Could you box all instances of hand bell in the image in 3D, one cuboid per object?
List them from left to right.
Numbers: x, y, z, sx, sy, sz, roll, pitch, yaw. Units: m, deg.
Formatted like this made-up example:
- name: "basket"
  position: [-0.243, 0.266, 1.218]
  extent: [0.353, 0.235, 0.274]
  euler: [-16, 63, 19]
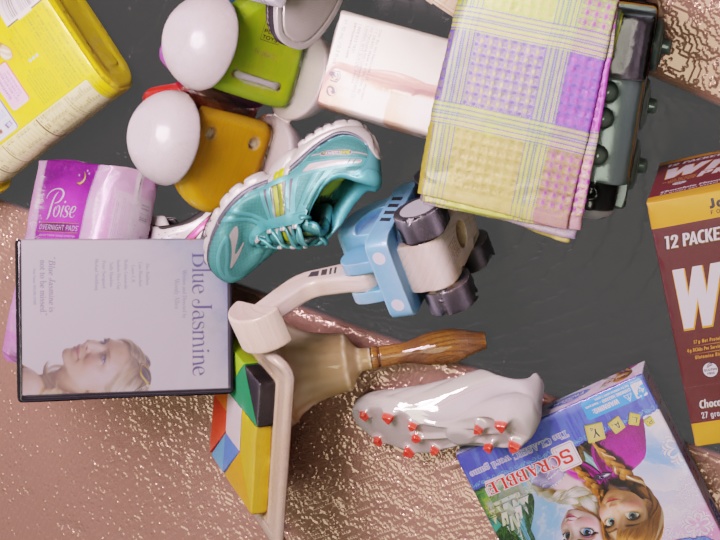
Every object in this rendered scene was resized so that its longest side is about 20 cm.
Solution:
- name: "hand bell"
  position: [0.021, 0.083, 1.368]
  extent: [0.197, 0.104, 0.106]
  euler: [-8, 102, 5]

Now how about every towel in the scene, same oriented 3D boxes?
- name: "towel"
  position: [0.129, -0.133, 1.186]
  extent: [0.142, 0.023, 0.203]
  euler: [13, 103, 15]

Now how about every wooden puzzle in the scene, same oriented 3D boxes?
- name: "wooden puzzle"
  position: [-0.107, 0.143, 1.361]
  extent: [0.037, 0.185, 0.203]
  euler: [-8, 111, -21]

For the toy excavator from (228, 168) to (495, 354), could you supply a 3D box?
- name: "toy excavator"
  position: [0.000, 0.000, 1.293]
  extent: [0.198, 0.195, 0.101]
  euler: [-11, 118, 27]

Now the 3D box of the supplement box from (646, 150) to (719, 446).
- name: "supplement box"
  position: [0.325, 0.010, 1.195]
  extent: [0.131, 0.197, 0.203]
  euler: [-11, 100, 17]

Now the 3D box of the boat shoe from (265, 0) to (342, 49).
- name: "boat shoe"
  position: [-0.049, -0.290, 1.258]
  extent: [0.060, 0.073, 0.203]
  euler: [7, 84, 45]

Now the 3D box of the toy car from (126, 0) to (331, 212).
- name: "toy car"
  position: [-0.130, -0.162, 1.313]
  extent: [0.150, 0.174, 0.202]
  euler: [36, 108, 45]

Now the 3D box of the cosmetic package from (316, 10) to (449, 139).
- name: "cosmetic package"
  position: [0.073, -0.156, 1.267]
  extent: [0.198, 0.103, 0.088]
  euler: [17, 94, 12]

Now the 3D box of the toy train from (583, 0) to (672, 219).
- name: "toy train"
  position: [0.211, -0.142, 1.233]
  extent: [0.084, 0.114, 0.203]
  euler: [12, 106, 12]

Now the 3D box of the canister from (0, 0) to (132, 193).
- name: "canister"
  position: [-0.335, -0.178, 1.390]
  extent: [0.199, 0.087, 0.149]
  euler: [-33, 94, 19]

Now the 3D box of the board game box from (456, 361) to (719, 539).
- name: "board game box"
  position: [0.221, 0.217, 1.358]
  extent: [0.198, 0.041, 0.201]
  euler: [-27, 95, 20]

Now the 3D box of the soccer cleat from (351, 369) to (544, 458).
- name: "soccer cleat"
  position: [0.084, 0.131, 1.367]
  extent: [0.198, 0.078, 0.070]
  euler: [-2, 131, 34]

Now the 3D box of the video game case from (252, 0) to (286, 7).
- name: "video game case"
  position: [-0.110, -0.312, 1.255]
  extent: [0.199, 0.018, 0.145]
  euler: [22, 85, 39]

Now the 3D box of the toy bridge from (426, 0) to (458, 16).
- name: "toy bridge"
  position: [0.069, -0.250, 1.271]
  extent: [0.199, 0.067, 0.027]
  euler: [37, 110, 4]

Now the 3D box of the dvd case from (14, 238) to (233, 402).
- name: "dvd case"
  position: [-0.211, 0.043, 1.308]
  extent: [0.197, 0.018, 0.145]
  euler: [-1, 89, -21]

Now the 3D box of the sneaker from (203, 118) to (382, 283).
- name: "sneaker"
  position: [-0.062, -0.051, 1.272]
  extent: [0.199, 0.077, 0.080]
  euler: [-39, 51, 23]

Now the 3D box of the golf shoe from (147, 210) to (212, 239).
- name: "golf shoe"
  position: [-0.188, -0.005, 1.404]
  extent: [0.199, 0.073, 0.093]
  euler: [-32, 86, 13]

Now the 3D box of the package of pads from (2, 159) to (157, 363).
- name: "package of pads"
  position: [-0.265, -0.002, 1.369]
  extent: [0.119, 0.075, 0.203]
  euler: [5, 81, 38]
